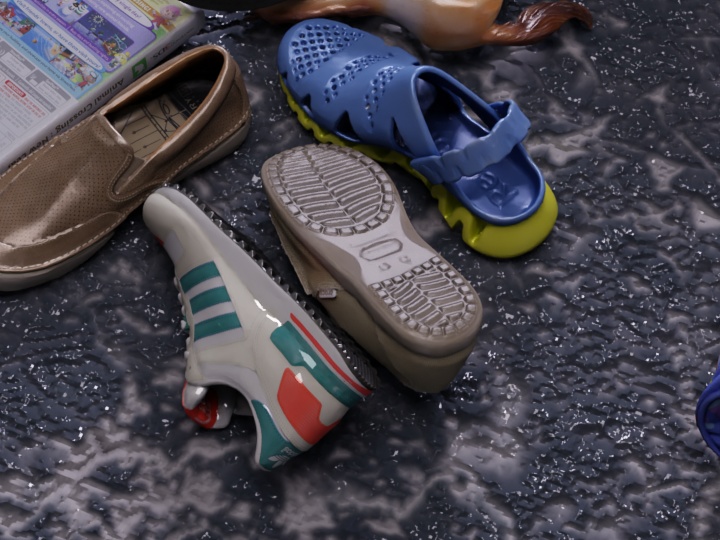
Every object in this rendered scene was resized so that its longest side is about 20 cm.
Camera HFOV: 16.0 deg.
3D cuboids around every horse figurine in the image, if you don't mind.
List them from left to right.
[{"bbox_3d":[0.042,-0.180,1.582,0.200,0.050,0.133,22,54,14],"label":"horse figurine"}]

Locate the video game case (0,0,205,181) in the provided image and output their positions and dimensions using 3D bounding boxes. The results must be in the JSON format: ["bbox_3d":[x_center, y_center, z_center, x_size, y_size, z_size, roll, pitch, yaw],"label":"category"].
[{"bbox_3d":[-0.228,-0.159,1.574,0.200,0.022,0.182,39,65,23],"label":"video game case"}]

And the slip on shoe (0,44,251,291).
[{"bbox_3d":[-0.148,-0.063,1.494,0.200,0.061,0.076,-31,63,-20],"label":"slip on shoe"}]

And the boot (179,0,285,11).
[{"bbox_3d":[-0.043,-0.247,1.601,0.200,0.069,0.174,-22,35,0],"label":"boot"}]

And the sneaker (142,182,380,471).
[{"bbox_3d":[-0.079,0.032,1.430,0.093,0.070,0.200,-48,55,1],"label":"sneaker"}]

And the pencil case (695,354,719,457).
[{"bbox_3d":[0.245,0.017,1.442,0.078,0.087,0.200,3,54,27],"label":"pencil case"}]

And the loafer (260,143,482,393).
[{"bbox_3d":[0.000,0.000,1.457,0.076,0.068,0.200,-14,42,-22],"label":"loafer"}]

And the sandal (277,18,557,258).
[{"bbox_3d":[0.035,-0.095,1.506,0.200,0.087,0.079,33,64,20],"label":"sandal"}]
